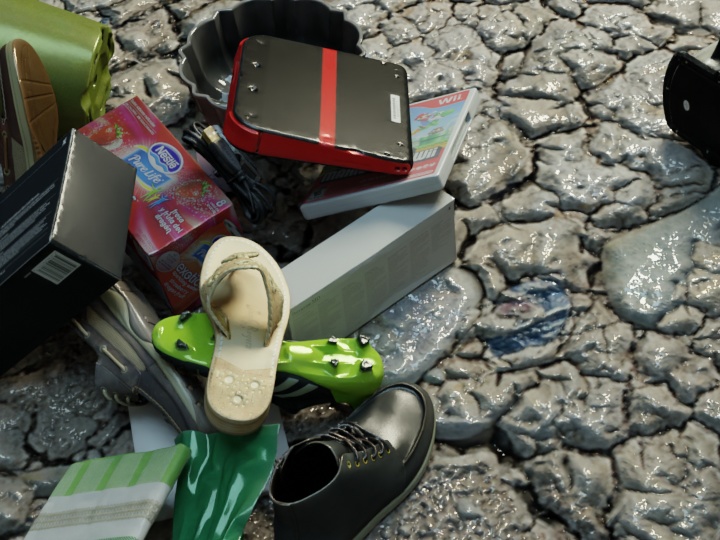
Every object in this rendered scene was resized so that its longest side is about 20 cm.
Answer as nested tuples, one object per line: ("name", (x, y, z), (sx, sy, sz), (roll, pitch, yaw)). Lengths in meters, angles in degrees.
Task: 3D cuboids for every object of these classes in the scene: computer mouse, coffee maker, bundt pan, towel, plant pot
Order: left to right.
("plant pot", (-0.366, -0.218, 1.388), (0.190, 0.200, 0.200), (10, 48, -2))
("towel", (-0.219, 0.226, 1.019), (0.149, 0.031, 0.200), (-13, 36, 38))
("computer mouse", (-0.131, -0.099, 1.280), (0.044, 0.110, 0.200), (-43, 9, 2))
("bundt pan", (-0.092, -0.207, 1.409), (0.202, 0.076, 0.202), (-2, 47, 3))
("coffee maker", (0.438, -0.182, 1.323), (0.200, 0.135, 0.192), (-33, 76, -22))

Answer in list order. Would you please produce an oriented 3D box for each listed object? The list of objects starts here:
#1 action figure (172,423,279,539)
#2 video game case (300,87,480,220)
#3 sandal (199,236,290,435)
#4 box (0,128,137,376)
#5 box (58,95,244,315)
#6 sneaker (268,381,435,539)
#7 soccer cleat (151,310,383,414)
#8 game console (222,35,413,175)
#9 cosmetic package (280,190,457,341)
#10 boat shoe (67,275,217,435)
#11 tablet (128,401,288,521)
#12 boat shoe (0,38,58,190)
("action figure", (-0.115, 0.223, 1.018), (0.118, 0.055, 0.200), (-15, 55, 41))
("video game case", (0.033, -0.117, 1.289), (0.143, 0.017, 0.200), (-12, 27, 23))
("sandal", (-0.091, 0.028, 1.059), (0.078, 0.070, 0.212), (7, 46, -10))
("box", (-0.295, -0.011, 1.175), (0.200, 0.079, 0.141), (-35, 40, 32))
("box", (-0.198, -0.064, 1.268), (0.095, 0.100, 0.200), (-33, 52, -14))
("sneaker", (0.000, 0.147, 1.057), (0.075, 0.106, 0.200), (22, 53, 23))
("soccer cleat", (-0.081, 0.085, 1.116), (0.200, 0.081, 0.068), (10, 45, -9))
("game console", (-0.039, -0.160, 1.263), (0.177, 0.031, 0.200), (12, 36, -9))
("cosmetic package", (0.000, 0.000, 1.209), (0.200, 0.083, 0.051), (-34, 54, -24))
("boat shoe", (-0.193, 0.086, 1.149), (0.073, 0.074, 0.200), (-43, 60, 5))
("tablet", (-0.139, 0.123, 1.155), (0.130, 0.014, 0.200), (-13, 47, -6))
("boat shoe", (-0.341, -0.126, 1.300), (0.072, 0.200, 0.072), (-6, 12, 12))
